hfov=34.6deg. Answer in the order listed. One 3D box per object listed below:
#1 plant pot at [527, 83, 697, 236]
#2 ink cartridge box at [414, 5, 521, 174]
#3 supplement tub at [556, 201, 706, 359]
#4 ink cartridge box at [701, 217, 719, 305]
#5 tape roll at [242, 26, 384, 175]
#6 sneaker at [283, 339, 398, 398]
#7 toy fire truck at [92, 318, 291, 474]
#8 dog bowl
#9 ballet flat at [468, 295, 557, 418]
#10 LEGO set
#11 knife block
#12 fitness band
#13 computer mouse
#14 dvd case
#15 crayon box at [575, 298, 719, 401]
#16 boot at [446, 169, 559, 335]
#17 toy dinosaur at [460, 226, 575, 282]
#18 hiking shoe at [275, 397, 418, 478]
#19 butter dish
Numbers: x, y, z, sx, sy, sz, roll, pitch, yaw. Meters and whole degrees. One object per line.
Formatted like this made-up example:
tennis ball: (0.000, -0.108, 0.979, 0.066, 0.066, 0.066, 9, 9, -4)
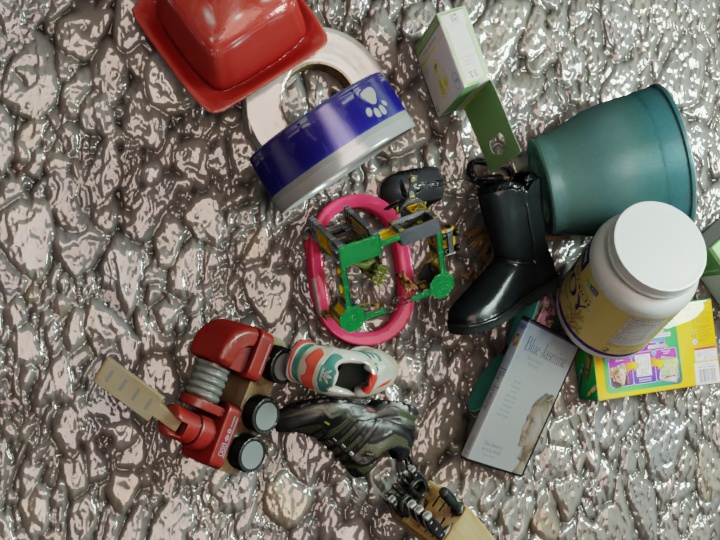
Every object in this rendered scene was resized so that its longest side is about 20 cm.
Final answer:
plant pot: (0.330, -0.132, 1.563, 0.185, 0.200, 0.204, -13, 90, -2)
ink cartridge box: (0.138, -0.229, 1.528, 0.047, 0.146, 0.203, -18, 86, -11)
supplement tub: (0.348, 0.014, 1.495, 0.143, 0.201, 0.148, 5, 62, -9)
ink cartridge box: (0.586, 0.007, 1.669, 0.144, 0.084, 0.201, -38, 96, -14)
tape roll: (-0.059, -0.221, 1.540, 0.199, 0.037, 0.207, 1, 87, -14)
sneaker: (-0.003, 0.136, 1.464, 0.198, 0.093, 0.071, 15, 96, -49)
toy fire truck: (-0.203, 0.136, 1.416, 0.199, 0.128, 0.179, 30, 78, -45)
dog bowl: (-0.035, -0.156, 1.421, 0.199, 0.200, 0.079, -33, 92, -14)
ballet flat: (0.219, 0.122, 1.582, 0.071, 0.069, 0.202, 33, 78, -30)
LEGO set: (0.020, -0.022, 1.496, 0.198, 0.116, 0.156, -26, 123, -14)
knife block: (0.113, 0.328, 1.478, 0.199, 0.175, 0.064, 41, 79, -9)
fitness band: (0.000, 0.000, 1.544, 0.141, 0.037, 0.204, -7, 89, -18)
computer mouse: (0.122, -0.120, 1.583, 0.197, 0.034, 0.060, -13, 89, -16)
dvd case: (0.216, 0.171, 1.541, 0.142, 0.017, 0.203, 24, 90, -47)
crayon box: (0.402, 0.110, 1.627, 0.197, 0.058, 0.121, -6, 88, -15)
boot: (0.172, -0.027, 1.502, 0.198, 0.076, 0.171, -26, 108, -32)
toy dinosaur: (0.193, -0.016, 1.593, 0.200, 0.060, 0.107, -46, 111, -19)
hiking shoe: (-0.018, 0.218, 1.502, 0.196, 0.076, 0.103, 3, 82, -15)
butter dish: (-0.165, -0.338, 1.445, 0.198, 0.148, 0.201, -33, 74, -15)
